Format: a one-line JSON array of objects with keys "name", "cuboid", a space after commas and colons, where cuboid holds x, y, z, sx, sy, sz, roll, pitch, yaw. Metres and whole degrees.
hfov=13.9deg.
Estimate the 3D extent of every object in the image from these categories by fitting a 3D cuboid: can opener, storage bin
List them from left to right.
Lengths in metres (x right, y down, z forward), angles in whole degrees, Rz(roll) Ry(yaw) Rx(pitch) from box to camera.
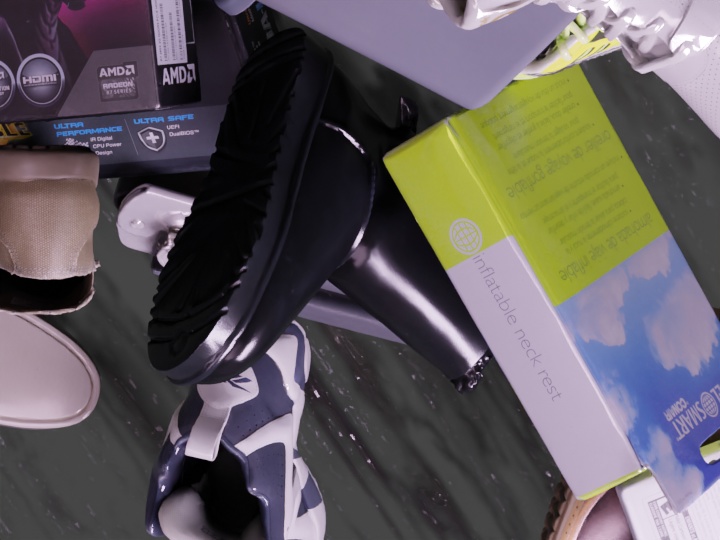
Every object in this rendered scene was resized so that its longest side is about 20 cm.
[{"name": "can opener", "cuboid": [-0.024, -0.010, 1.447, 0.200, 0.067, 0.053, 18, 144, -6]}, {"name": "storage bin", "cuboid": [0.032, -0.174, 1.223, 0.134, 0.200, 0.146, 30, 131, -19]}]

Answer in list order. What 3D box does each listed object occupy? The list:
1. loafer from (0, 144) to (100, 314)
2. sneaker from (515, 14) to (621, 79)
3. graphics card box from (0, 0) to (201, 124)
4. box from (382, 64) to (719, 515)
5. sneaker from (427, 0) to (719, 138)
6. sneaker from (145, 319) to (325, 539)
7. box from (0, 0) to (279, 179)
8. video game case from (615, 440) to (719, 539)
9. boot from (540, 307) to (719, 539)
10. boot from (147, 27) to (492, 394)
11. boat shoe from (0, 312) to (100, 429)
[{"name": "loafer", "cuboid": [-0.164, -0.009, 1.433, 0.076, 0.068, 0.200, 3, 167, -5]}, {"name": "sneaker", "cuboid": [0.109, -0.121, 1.301, 0.200, 0.076, 0.075, -18, 117, 29]}, {"name": "graphics card box", "cuboid": [-0.144, -0.166, 1.316, 0.125, 0.051, 0.200, -3, 97, 21]}, {"name": "box", "cuboid": [0.102, 0.010, 1.336, 0.048, 0.122, 0.200, -29, 91, 36]}, {"name": "sneaker", "cuboid": [0.082, -0.107, 1.128, 0.200, 0.116, 0.074, 55, 153, -9]}, {"name": "sneaker", "cuboid": [-0.068, 0.130, 1.522, 0.079, 0.130, 0.199, 15, 130, 9]}, {"name": "box", "cuboid": [-0.142, -0.119, 1.409, 0.200, 0.046, 0.159, -3, 124, 21]}, {"name": "video game case", "cuboid": [0.236, 0.129, 1.403, 0.200, 0.018, 0.143, -21, 102, -2]}, {"name": "boot", "cuboid": [0.180, 0.123, 1.435, 0.166, 0.072, 0.200, 22, 104, 0]}, {"name": "boot", "cuboid": [-0.001, 0.001, 1.347, 0.162, 0.198, 0.073, 37, 142, -28]}, {"name": "boat shoe", "cuboid": [-0.229, 0.035, 1.563, 0.200, 0.057, 0.067, 14, 94, 4]}]
